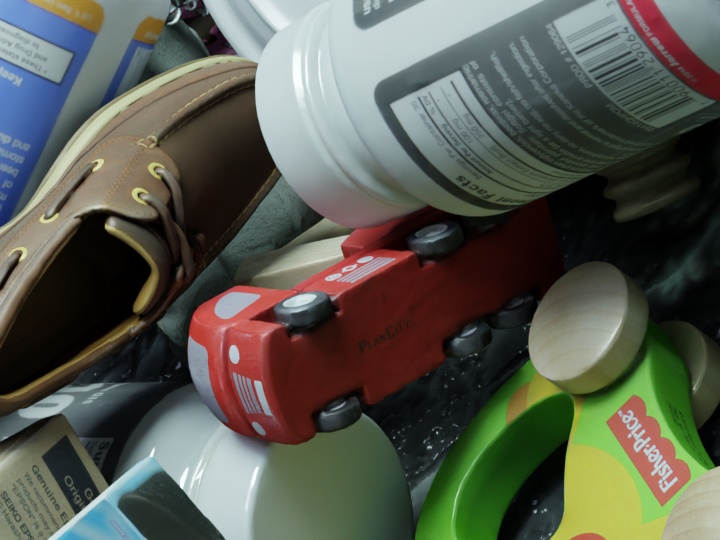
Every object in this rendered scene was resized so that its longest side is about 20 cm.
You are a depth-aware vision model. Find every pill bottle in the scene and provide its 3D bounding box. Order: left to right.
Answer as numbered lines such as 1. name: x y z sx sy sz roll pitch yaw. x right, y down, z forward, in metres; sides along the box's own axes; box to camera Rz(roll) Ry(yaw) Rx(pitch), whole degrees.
1. pill bottle: -0.163 -0.041 1.168 0.112 0.112 0.200 33 98 51
2. pill bottle: -0.084 0.100 1.171 0.200 0.113 0.113 -2 55 41
3. pill bottle: 0.059 -0.084 1.041 0.200 0.111 0.111 -24 43 39

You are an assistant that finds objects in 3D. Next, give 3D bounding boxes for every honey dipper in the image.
1. honey dipper: 0.075 -0.116 1.162 0.038 0.200 0.038 -25 4 2

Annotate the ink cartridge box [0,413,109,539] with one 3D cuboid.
1. ink cartridge box: -0.152 0.167 1.113 0.200 0.165 0.075 -26 10 32

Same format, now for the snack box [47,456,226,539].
1. snack box: -0.046 0.172 0.999 0.116 0.200 0.037 -41 1 33

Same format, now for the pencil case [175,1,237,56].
1. pencil case: -0.054 -0.175 1.411 0.086 0.083 0.200 5 53 5

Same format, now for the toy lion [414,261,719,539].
1. toy lion: 0.072 0.123 1.056 0.192 0.069 0.200 -46 37 13

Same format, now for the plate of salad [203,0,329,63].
1. plate of salad: 0.013 -0.148 1.147 0.200 0.201 0.048 -12 9 36

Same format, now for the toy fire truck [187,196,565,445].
1. toy fire truck: 0.000 0.000 1.145 0.200 0.049 0.141 -29 21 -33

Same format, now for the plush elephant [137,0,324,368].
1. plush elephant: -0.075 -0.032 1.267 0.155 0.164 0.200 58 142 16

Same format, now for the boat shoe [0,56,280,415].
1. boat shoe: -0.087 -0.008 1.100 0.200 0.072 0.067 -41 29 -29
